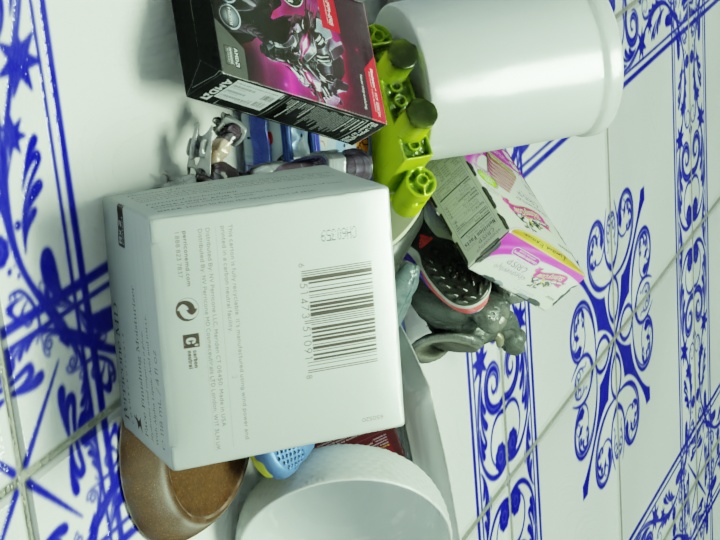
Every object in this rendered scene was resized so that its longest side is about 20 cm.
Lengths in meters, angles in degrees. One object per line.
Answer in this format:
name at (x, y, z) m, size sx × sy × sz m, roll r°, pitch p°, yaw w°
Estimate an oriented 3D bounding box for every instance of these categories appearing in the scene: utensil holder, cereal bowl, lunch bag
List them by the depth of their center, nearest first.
lunch bag at (-0.051, -0.123, 1.593) m, size 0.160 × 0.076 × 0.200 m, roll -35°, pitch 124°, yaw -57°
cereal bowl at (-0.018, 0.231, 1.604) m, size 0.083 × 0.200 × 0.200 m, roll -100°, pitch 173°, yaw -48°
utensil holder at (0.131, -0.198, 1.692) m, size 0.170 × 0.200 × 0.170 m, roll 167°, pitch -90°, yaw -72°

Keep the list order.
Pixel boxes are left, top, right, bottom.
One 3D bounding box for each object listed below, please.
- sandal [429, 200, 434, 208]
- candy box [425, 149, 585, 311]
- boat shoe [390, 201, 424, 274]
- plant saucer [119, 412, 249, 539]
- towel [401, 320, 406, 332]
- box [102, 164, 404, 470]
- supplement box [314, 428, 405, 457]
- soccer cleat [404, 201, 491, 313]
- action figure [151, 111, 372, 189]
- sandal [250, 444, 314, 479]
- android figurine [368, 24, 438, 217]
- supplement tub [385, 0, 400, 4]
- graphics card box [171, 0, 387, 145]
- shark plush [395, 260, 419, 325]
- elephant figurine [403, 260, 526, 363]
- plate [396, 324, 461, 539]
sandal at (0.060, -0.067, 1.860) m, size 0.207 × 0.059 × 0.079 m, roll -32°, pitch 123°, yaw -60°
candy box at (0.133, -0.065, 1.764) m, size 0.136 × 0.061 × 0.200 m, roll 27°, pitch 28°, yaw -44°
boat shoe at (-0.002, -0.001, 1.691) m, size 0.201 × 0.074 × 0.063 m, roll -50°, pitch 135°, yaw -27°
plant saucer at (-0.141, 0.139, 1.485) m, size 0.200 × 0.034 × 0.200 m, roll 5°, pitch 90°, yaw -67°
towel at (0.033, 0.152, 1.884) m, size 0.147 × 0.024 × 0.200 m, roll -52°, pitch 139°, yaw -52°
box at (-0.084, 0.032, 1.354) m, size 0.200 × 0.131 × 0.199 m, roll -9°, pitch 103°, yaw -22°
supplement box at (-0.014, 0.181, 1.670) m, size 0.061 × 0.109 × 0.200 m, roll -120°, pitch -171°, yaw -49°
soccer cleat at (0.060, -0.035, 1.770) m, size 0.068 × 0.200 × 0.073 m, roll -38°, pitch 166°, yaw -8°
action figure at (-0.089, -0.067, 1.471) m, size 0.200 × 0.069 × 0.130 m, roll -3°, pitch 110°, yaw -35°
sandal at (-0.037, 0.100, 1.545) m, size 0.079 × 0.087 × 0.200 m, roll 53°, pitch 50°, yaw -37°
android figurine at (0.024, -0.140, 1.663) m, size 0.200 × 0.041 × 0.182 m, roll 124°, pitch -49°, yaw -65°
supplement tub at (0.088, -0.301, 1.800) m, size 0.132 × 0.132 × 0.200 m, roll -54°, pitch 142°, yaw -49°
graphics card box at (-0.068, -0.188, 1.454) m, size 0.200 × 0.051 × 0.126 m, roll 12°, pitch 60°, yaw -45°
shark plush at (0.001, 0.083, 1.732) m, size 0.091 × 0.083 × 0.200 m, roll 32°, pitch 76°, yaw -44°
elephant figurine at (0.107, 0.045, 1.894) m, size 0.142 × 0.155 × 0.200 m, roll -48°, pitch 169°, yaw -28°
plate at (0.055, 0.165, 1.775) m, size 0.200 × 0.032 × 0.200 m, roll -117°, pitch -166°, yaw -64°
